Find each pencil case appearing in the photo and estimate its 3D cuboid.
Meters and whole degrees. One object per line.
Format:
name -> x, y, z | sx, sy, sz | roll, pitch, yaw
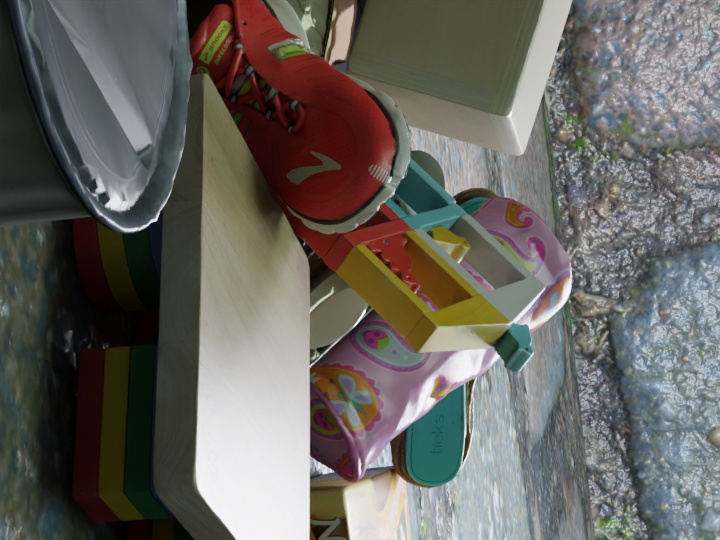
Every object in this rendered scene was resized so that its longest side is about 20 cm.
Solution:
pencil case -> 0.034, 0.039, 1.316 | 0.200, 0.087, 0.087 | -38, 136, -24

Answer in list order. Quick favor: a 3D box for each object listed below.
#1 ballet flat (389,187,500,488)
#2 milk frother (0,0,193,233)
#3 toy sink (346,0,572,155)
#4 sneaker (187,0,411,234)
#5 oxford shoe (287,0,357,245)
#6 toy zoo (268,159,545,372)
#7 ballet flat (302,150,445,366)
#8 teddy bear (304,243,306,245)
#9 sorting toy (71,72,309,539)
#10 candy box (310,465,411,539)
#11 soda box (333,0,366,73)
ballet flat -> 0.051, 0.039, 1.430 | 0.072, 0.068, 0.200 | -132, -133, -71
milk frother -> -0.141, -0.103, 0.471 | 0.181, 0.188, 0.200 | -59, 142, -74
toy sink -> 0.072, -0.189, 1.365 | 0.130, 0.112, 0.200 | 42, 65, -80
sneaker -> -0.052, -0.088, 1.094 | 0.085, 0.077, 0.200 | 26, 14, -46
oxford shoe -> -0.057, -0.093, 1.287 | 0.074, 0.071, 0.200 | 22, 65, -36
toy zoo -> 0.018, -0.020, 1.181 | 0.200, 0.020, 0.131 | 44, 27, 17
ballet flat -> 0.000, 0.000, 1.242 | 0.200, 0.064, 0.067 | -42, 117, -33
teddy bear -> -0.010, -0.015, 1.373 | 0.200, 0.067, 0.145 | 84, 17, -62
sorting toy -> -0.080, 0.045, 1.033 | 0.200, 0.070, 0.199 | 63, 23, -61
candy box -> -0.009, 0.185, 1.368 | 0.200, 0.055, 0.116 | 7, 78, -80
soda box -> -0.031, -0.192, 1.399 | 0.200, 0.068, 0.064 | 70, 20, -50
